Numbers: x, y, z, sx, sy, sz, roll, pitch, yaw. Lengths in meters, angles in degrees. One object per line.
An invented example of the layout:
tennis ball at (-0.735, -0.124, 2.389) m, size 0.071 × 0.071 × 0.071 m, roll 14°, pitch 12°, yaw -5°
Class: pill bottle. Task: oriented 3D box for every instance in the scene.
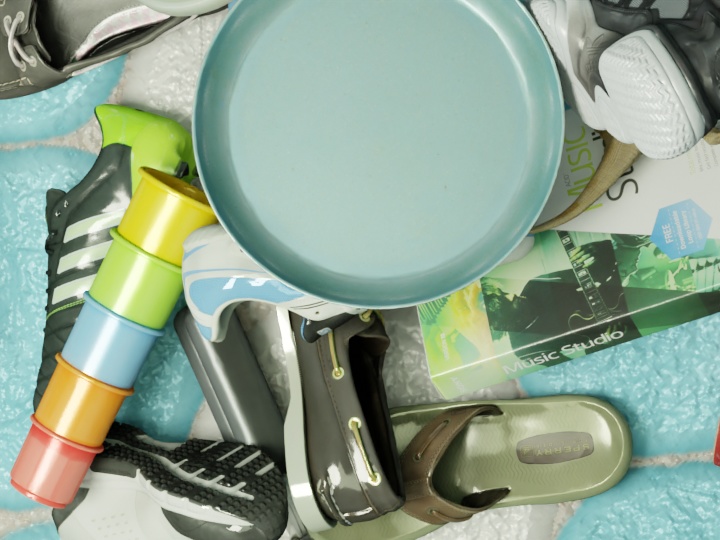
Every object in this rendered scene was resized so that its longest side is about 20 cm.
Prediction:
pill bottle at (-0.021, -0.139, 1.374) m, size 0.108 × 0.109 × 0.201 m, roll -4°, pitch 83°, yaw 12°

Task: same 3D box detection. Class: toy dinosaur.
toy dinosaur at (0.164, -0.089, 1.341) m, size 0.101 × 0.058 × 0.201 m, roll 1°, pitch 58°, yaw 39°

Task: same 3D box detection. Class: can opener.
can opener at (-0.049, 0.105, 1.454) m, size 0.066 × 0.053 × 0.201 m, roll -29°, pitch 92°, yaw -21°

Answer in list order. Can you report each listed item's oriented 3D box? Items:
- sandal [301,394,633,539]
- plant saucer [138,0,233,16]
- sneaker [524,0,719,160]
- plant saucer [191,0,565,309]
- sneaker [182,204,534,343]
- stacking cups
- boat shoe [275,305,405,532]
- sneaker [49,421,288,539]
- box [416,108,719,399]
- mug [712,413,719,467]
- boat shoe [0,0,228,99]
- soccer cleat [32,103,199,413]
sandal at (0.059, 0.111, 1.409) m, size 0.200 × 0.057 × 0.080 m, roll -14°, pitch 88°, yaw 5°
plant saucer at (-0.086, -0.243, 1.352) m, size 0.200 × 0.050 × 0.201 m, roll -22°, pitch 57°, yaw 38°
sneaker at (0.166, -0.124, 1.274) m, size 0.113 × 0.200 × 0.076 m, roll -27°, pitch 114°, yaw -7°
plant saucer at (0.010, -0.078, 1.299) m, size 0.199 × 0.027 × 0.201 m, roll 0°, pitch 85°, yaw 1°
sneaker at (0.000, 0.000, 1.347) m, size 0.199 × 0.072 × 0.073 m, roll -7°, pitch 93°, yaw 7°
stacking cups at (-0.144, 0.041, 1.401) m, size 0.060 × 0.060 × 0.201 m, roll 28°, pitch 99°, yaw 7°
boat shoe at (-0.011, 0.049, 1.398) m, size 0.060 × 0.072 × 0.202 m, roll -12°, pitch 68°, yaw 17°
sneaker at (-0.113, 0.143, 1.433) m, size 0.199 × 0.074 × 0.080 m, roll 9°, pitch 112°, yaw 45°
box at (0.123, -0.023, 1.364) m, size 0.199 × 0.036 × 0.145 m, roll -20°, pitch 56°, yaw 14°
mug at (0.300, 0.079, 1.312) m, size 0.199 × 0.178 × 0.134 m, roll 16°, pitch 86°, yaw 14°
boat shoe at (-0.163, -0.153, 1.436) m, size 0.199 × 0.057 × 0.067 m, roll -19°, pitch 93°, yaw 13°
soccer cleat at (-0.161, -0.003, 1.456) m, size 0.081 × 0.067 × 0.201 m, roll 25°, pitch 96°, yaw 19°
